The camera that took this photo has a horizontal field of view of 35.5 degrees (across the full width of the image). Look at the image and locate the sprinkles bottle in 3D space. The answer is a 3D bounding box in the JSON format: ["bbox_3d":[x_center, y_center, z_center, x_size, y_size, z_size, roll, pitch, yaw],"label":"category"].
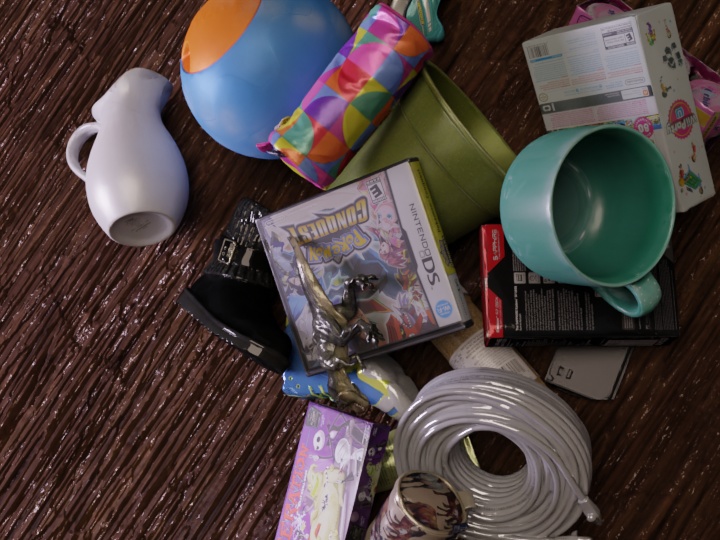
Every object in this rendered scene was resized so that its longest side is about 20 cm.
[{"bbox_3d":[0.136,0.099,1.209,0.068,0.068,0.200,-41,69,3],"label":"sprinkles bottle"}]

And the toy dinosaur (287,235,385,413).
[{"bbox_3d":[-0.020,0.049,1.155,0.088,0.047,0.200,-20,85,36],"label":"toy dinosaur"}]

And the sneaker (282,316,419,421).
[{"bbox_3d":[-0.021,0.122,1.256,0.200,0.076,0.105,44,103,29],"label":"sneaker"}]

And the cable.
[{"bbox_3d":[0.134,0.187,1.132,0.200,0.069,0.200,-10,114,26],"label":"cable"}]

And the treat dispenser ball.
[{"bbox_3d":[-0.100,-0.225,1.257,0.200,0.201,0.201,-4,74,15],"label":"treat dispenser ball"}]

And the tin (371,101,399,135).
[{"bbox_3d":[-0.017,-0.202,1.352,0.200,0.042,0.112,26,88,22],"label":"tin"}]

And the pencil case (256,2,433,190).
[{"bbox_3d":[-0.014,-0.177,1.153,0.088,0.088,0.200,42,93,22],"label":"pencil case"}]

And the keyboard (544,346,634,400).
[{"bbox_3d":[0.246,0.034,1.220,0.127,0.021,0.200,21,81,14],"label":"keyboard"}]

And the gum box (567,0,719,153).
[{"bbox_3d":[0.300,-0.188,1.206,0.066,0.114,0.200,-28,63,-37],"label":"gum box"}]

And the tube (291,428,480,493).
[{"bbox_3d":[0.025,0.211,1.226,0.200,0.058,0.052,-21,32,8],"label":"tube"}]

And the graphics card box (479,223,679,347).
[{"bbox_3d":[0.226,0.015,1.175,0.200,0.051,0.126,-2,73,1],"label":"graphics card box"}]

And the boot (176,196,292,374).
[{"bbox_3d":[-0.114,0.010,1.271,0.211,0.079,0.158,33,87,46],"label":"boot"}]

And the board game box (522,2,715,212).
[{"bbox_3d":[0.265,-0.158,1.158,0.147,0.064,0.200,0,111,51],"label":"board game box"}]

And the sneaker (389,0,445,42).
[{"bbox_3d":[0.090,-0.367,1.357,0.079,0.078,0.200,15,85,0],"label":"sneaker"}]

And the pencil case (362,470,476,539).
[{"bbox_3d":[0.039,0.294,1.133,0.078,0.089,0.200,-101,31,-53],"label":"pencil case"}]

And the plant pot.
[{"bbox_3d":[0.063,-0.094,1.235,0.190,0.200,0.200,-39,68,17],"label":"plant pot"}]

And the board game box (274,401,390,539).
[{"bbox_3d":[-0.036,0.244,1.157,0.120,0.032,0.200,7,82,58],"label":"board game box"}]

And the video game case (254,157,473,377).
[{"bbox_3d":[0.000,0.000,1.175,0.200,0.025,0.181,-19,89,28],"label":"video game case"}]

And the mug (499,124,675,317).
[{"bbox_3d":[0.213,-0.047,1.101,0.152,0.114,0.185,-1,94,-27],"label":"mug"}]

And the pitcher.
[{"bbox_3d":[-0.293,-0.123,1.381,0.171,0.121,0.200,-29,57,28],"label":"pitcher"}]
